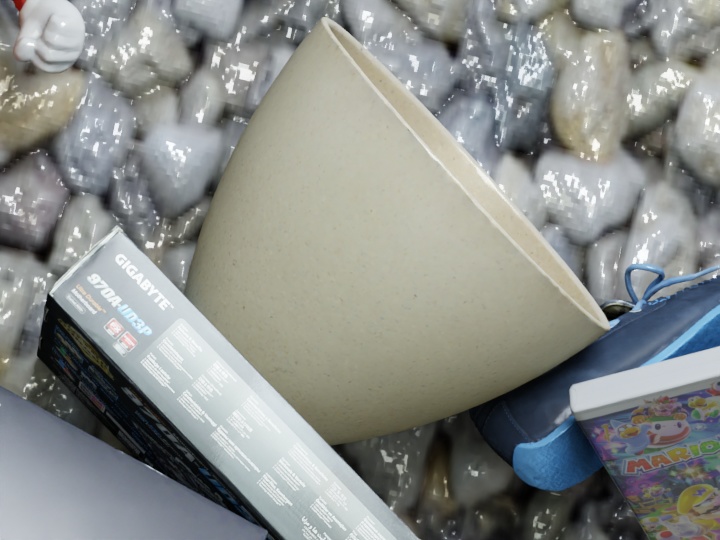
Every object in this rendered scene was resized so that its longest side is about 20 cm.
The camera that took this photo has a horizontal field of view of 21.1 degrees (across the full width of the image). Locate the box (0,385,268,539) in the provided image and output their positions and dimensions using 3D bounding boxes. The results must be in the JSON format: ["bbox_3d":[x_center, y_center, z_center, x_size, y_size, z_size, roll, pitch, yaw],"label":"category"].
[{"bbox_3d":[-0.169,0.151,0.846,0.182,0.200,0.104,31,50,-8],"label":"box"}]

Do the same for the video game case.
[{"bbox_3d":[0.201,0.099,0.940,0.143,0.200,0.018,-16,48,18],"label":"video game case"}]

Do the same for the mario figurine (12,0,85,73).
[{"bbox_3d":[-0.190,-0.163,0.918,0.123,0.106,0.200,8,74,22],"label":"mario figurine"}]

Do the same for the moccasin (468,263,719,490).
[{"bbox_3d":[0.140,0.037,0.981,0.200,0.068,0.081,-22,132,-35],"label":"moccasin"}]

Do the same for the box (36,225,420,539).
[{"bbox_3d":[-0.065,0.081,0.894,0.200,0.159,0.046,46,74,2],"label":"box"}]

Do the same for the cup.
[{"bbox_3d":[0.000,0.000,0.924,0.143,0.200,0.200,-42,96,7],"label":"cup"}]
